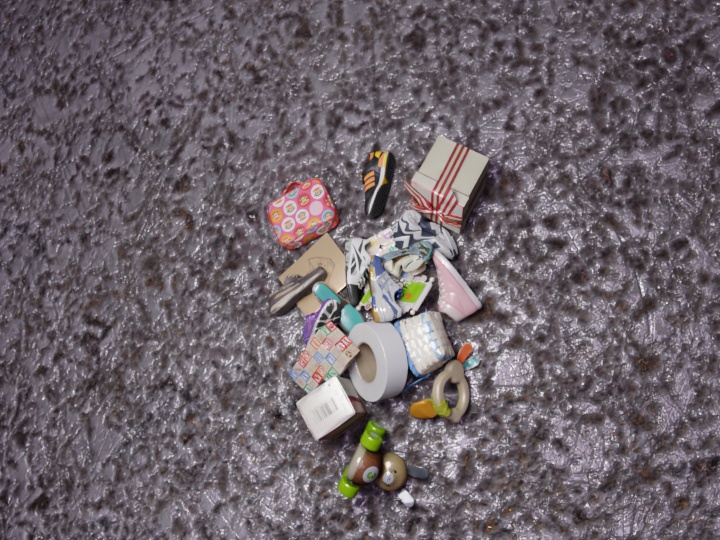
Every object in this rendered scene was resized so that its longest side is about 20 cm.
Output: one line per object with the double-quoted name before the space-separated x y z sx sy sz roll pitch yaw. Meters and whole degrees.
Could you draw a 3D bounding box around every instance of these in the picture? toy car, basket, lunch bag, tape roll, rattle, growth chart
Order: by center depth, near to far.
"toy car" 0.067 0.518 1.571 0.196 0.158 0.167 28 97 6
"tape roll" 0.040 0.236 1.610 0.069 0.202 0.207 -7 70 -32
"basket" 0.140 0.210 1.623 0.197 0.138 0.181 -26 72 22
"rattle" 0.226 0.299 1.637 0.127 0.143 0.205 23 65 -15
"growth chart" 0.097 0.061 1.670 0.195 0.018 0.147 4 51 33
"lunch bag" -0.175 -0.177 1.814 0.196 0.082 0.180 -27 72 7

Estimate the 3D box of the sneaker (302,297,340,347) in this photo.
"sneaker" -0.121 0.141 1.688 0.084 0.079 0.202 56 136 26

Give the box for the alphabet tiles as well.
"alphabet tiles" 0.082 -0.013 1.750 0.192 0.015 0.204 -26 72 6

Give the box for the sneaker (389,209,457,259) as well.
"sneaker" 0.167 -0.072 1.710 0.129 0.196 0.081 -40 33 43

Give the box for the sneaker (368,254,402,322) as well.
"sneaker" 0.067 0.048 1.635 0.085 0.076 0.205 -4 57 -2

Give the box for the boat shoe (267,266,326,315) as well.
"boat shoe" -0.188 0.044 1.748 0.198 0.074 0.074 -37 72 4

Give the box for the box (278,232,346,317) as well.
"box" -0.123 0.016 1.786 0.199 0.021 0.164 -41 71 4

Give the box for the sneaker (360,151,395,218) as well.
"sneaker" 0.036 -0.252 1.796 0.088 0.070 0.205 11 80 31

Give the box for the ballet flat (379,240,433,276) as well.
"ballet flat" 0.112 -0.022 1.660 0.198 0.073 0.076 -25 68 42

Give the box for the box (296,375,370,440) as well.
"box" -0.066 0.361 1.602 0.126 0.200 0.110 -34 72 3

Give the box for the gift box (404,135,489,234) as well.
"gift box" 0.229 -0.231 1.658 0.181 0.201 0.190 25 74 20

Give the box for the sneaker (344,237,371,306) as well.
"sneaker" 0.000 0.000 1.708 0.086 0.074 0.206 -2 69 3

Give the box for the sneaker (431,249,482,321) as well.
"sneaker" 0.231 0.049 1.648 0.104 0.075 0.202 -37 96 7

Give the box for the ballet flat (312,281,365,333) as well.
"ballet flat" -0.057 0.108 1.722 0.068 0.067 0.201 -42 91 -8

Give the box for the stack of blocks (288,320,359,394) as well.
"stack of blocks" -0.100 0.248 1.651 0.115 0.058 0.201 43 126 10
